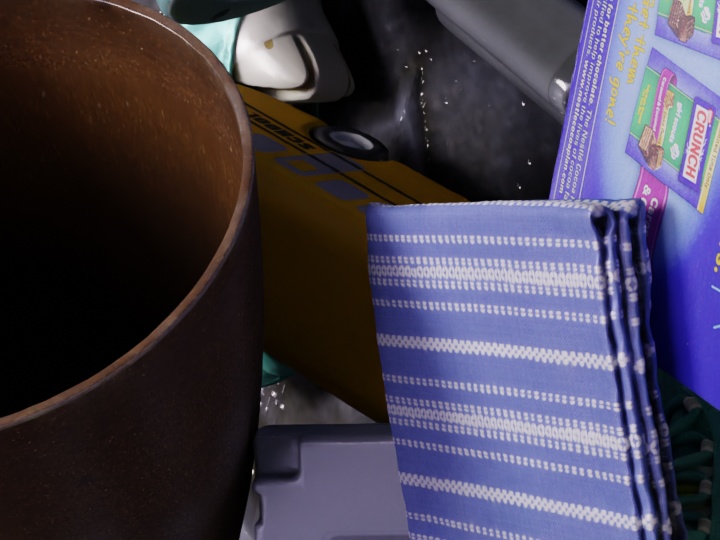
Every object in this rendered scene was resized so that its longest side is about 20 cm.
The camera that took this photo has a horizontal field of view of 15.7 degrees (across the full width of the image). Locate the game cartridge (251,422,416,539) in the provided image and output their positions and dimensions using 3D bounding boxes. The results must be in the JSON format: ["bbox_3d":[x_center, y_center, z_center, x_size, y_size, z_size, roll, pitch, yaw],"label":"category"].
[{"bbox_3d":[0.036,0.148,0.836,0.042,0.132,0.202,-38,-54,-79],"label":"game cartridge"}]

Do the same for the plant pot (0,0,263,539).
[{"bbox_3d":[-0.107,0.043,0.860,0.187,0.186,0.201,55,166,40],"label":"plant pot"}]

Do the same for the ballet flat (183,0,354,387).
[{"bbox_3d":[-0.033,-0.052,1.004,0.070,0.067,0.202,6,97,39],"label":"ballet flat"}]

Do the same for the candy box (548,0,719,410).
[{"bbox_3d":[0.139,-0.036,0.659,0.200,0.077,0.170,40,126,52],"label":"candy box"}]

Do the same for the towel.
[{"bbox_3d":[0.054,0.078,0.750,0.145,0.024,0.202,1,101,62],"label":"towel"}]

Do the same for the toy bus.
[{"bbox_3d":[0.000,0.000,0.903,0.199,0.078,0.066,31,114,34],"label":"toy bus"}]

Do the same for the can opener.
[{"bbox_3d":[0.085,-0.068,0.852,0.067,0.053,0.200,-48,43,-3],"label":"can opener"}]

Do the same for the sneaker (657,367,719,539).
[{"bbox_3d":[0.112,0.076,0.771,0.078,0.079,0.201,-49,50,42],"label":"sneaker"}]

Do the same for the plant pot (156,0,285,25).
[{"bbox_3d":[-0.050,-0.198,0.923,0.200,0.199,0.189,-33,82,49],"label":"plant pot"}]
